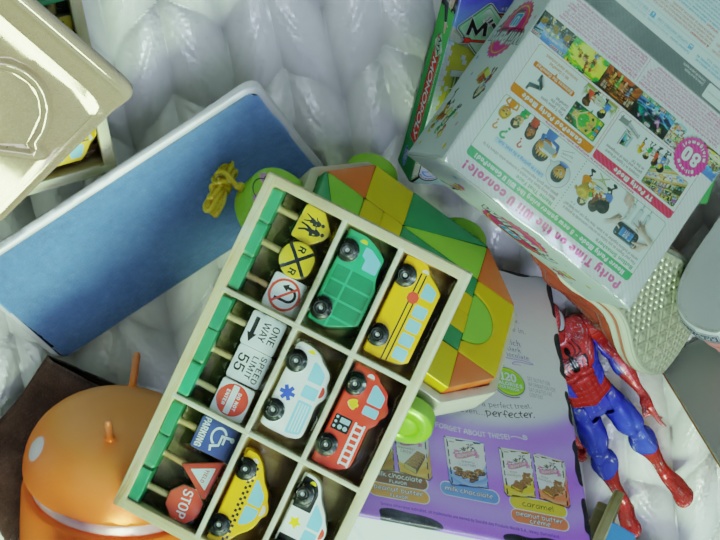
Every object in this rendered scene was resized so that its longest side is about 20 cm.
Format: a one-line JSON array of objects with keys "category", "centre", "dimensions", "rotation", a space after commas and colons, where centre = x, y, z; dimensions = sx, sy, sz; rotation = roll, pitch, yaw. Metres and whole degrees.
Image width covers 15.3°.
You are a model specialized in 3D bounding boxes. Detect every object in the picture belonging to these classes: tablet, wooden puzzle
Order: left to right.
[{"category": "wooden puzzle", "centre": [-0.251, -0.092, 1.419], "dimensions": [0.200, 0.046, 0.185], "rotation": [-40, 123, 14]}, {"category": "tablet", "centre": [-0.121, -0.028, 1.547], "dimensions": [0.199, 0.014, 0.130], "rotation": [-33, 148, 4]}]

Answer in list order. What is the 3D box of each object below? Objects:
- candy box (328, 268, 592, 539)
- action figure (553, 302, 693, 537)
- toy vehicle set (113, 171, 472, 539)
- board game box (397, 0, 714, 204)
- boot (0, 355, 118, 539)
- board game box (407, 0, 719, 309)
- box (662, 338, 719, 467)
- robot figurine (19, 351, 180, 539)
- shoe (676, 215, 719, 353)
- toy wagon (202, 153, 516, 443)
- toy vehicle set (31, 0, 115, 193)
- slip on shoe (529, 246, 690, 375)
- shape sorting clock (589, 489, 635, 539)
[{"category": "candy box", "centre": [0.039, 0.086, 1.578], "dimensions": [0.167, 0.201, 0.072], "rotation": [13, 140, -25]}, {"category": "action figure", "centre": [0.155, 0.090, 1.720], "dimensions": [0.065, 0.052, 0.200], "rotation": [-28, 124, 6]}, {"category": "toy vehicle set", "centre": [-0.037, 0.064, 1.451], "dimensions": [0.124, 0.027, 0.201], "rotation": [25, 94, 4]}, {"category": "board game box", "centre": [0.132, -0.109, 1.590], "dimensions": [0.199, 0.029, 0.135], "rotation": [3, 122, -20]}, {"category": "boot", "centre": [-0.230, 0.120, 1.615], "dimensions": [0.199, 0.072, 0.167], "rotation": [25, 100, -28]}, {"category": "board game box", "centre": [0.144, -0.103, 1.518], "dimensions": [0.147, 0.064, 0.201], "rotation": [37, 82, -19]}, {"category": "box", "centre": [0.286, 0.128, 1.690], "dimensions": [0.097, 0.200, 0.125], "rotation": [-32, 126, 5]}, {"category": "robot figurine", "centre": [-0.141, 0.151, 1.554], "dimensions": [0.143, 0.116, 0.201], "rotation": [-17, 126, -35]}, {"category": "shoe", "centre": [0.272, -0.035, 1.666], "dimensions": [0.201, 0.071, 0.091], "rotation": [-55, 155, -1]}, {"category": "toy wagon", "centre": [0.000, 0.000, 1.527], "dimensions": [0.199, 0.156, 0.040], "rotation": [36, 135, -18]}, {"category": "toy vehicle set", "centre": [-0.243, -0.088, 1.474], "dimensions": [0.199, 0.027, 0.125], "rotation": [-16, 124, -8]}, {"category": "slip on shoe", "centre": [0.156, 0.004, 1.649], "dimensions": [0.074, 0.061, 0.200], "rotation": [-56, 142, -4]}, {"category": "shape sorting clock", "centre": [0.120, 0.228, 1.649], "dimensions": [0.039, 0.200, 0.201], "rotation": [23, 117, 4]}]
